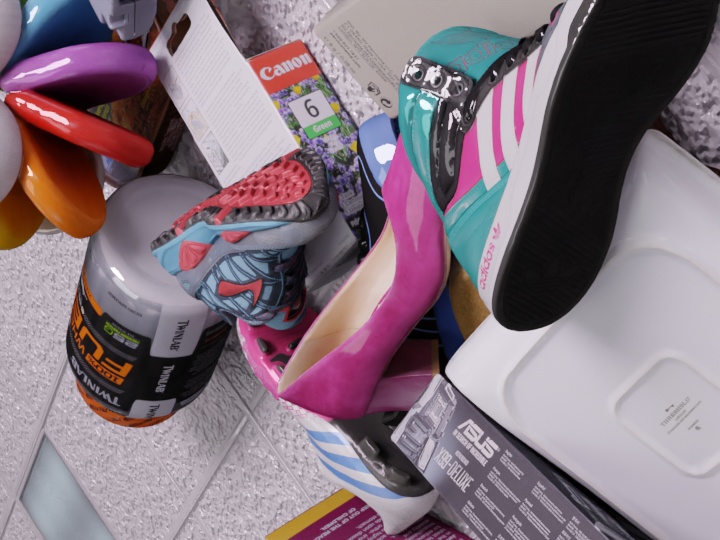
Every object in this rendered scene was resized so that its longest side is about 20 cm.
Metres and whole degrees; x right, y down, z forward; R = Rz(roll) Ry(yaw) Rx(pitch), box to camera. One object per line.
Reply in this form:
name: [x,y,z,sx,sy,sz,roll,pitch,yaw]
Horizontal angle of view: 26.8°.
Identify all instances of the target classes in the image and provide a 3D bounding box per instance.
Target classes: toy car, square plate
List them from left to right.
toy car: [-0.208,-0.116,1.018,0.148,0.175,0.203,-2,86,18]
square plate: [0.157,0.060,0.710,0.197,0.028,0.200,38,135,2]

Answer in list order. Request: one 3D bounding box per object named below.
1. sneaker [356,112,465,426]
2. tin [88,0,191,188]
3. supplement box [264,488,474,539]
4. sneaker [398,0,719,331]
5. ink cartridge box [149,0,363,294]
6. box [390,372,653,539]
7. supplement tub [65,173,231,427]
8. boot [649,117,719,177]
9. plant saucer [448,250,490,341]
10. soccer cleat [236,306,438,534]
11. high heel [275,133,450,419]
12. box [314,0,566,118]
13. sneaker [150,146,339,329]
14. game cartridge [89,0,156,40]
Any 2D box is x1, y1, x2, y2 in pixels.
sneaker: [0.021,0.006,0.913,0.077,0.070,0.202,-14,106,16]
tin: [-0.172,-0.143,1.123,0.112,0.042,0.200,50,145,11]
supplement box: [0.037,0.254,1.060,0.199,0.103,0.132,22,128,44]
sneaker: [0.078,-0.088,0.659,0.121,0.083,0.201,52,132,43]
ink cartridge box: [-0.058,-0.091,0.994,0.201,0.050,0.109,59,147,7]
box: [0.119,0.146,0.788,0.157,0.050,0.200,36,-176,-30]
supplement tub: [-0.157,0.031,1.148,0.123,0.122,0.201,50,145,18]
boot: [0.191,-0.037,0.677,0.199,0.068,0.190,-24,93,56]
plant saucer: [0.109,0.047,0.819,0.200,0.035,0.201,45,162,19]
soccer cleat: [-0.024,0.103,1.065,0.200,0.070,0.087,47,143,22]
high heel: [0.000,0.000,0.842,0.068,0.095,0.202,-90,1,-50]
box: [0.065,-0.150,0.743,0.068,0.082,0.199,48,151,-12]
sneaker: [-0.054,-0.012,0.948,0.096,0.079,0.200,53,155,-11]
game cartridge: [-0.160,-0.250,0.908,0.134,0.040,0.201,58,158,20]
